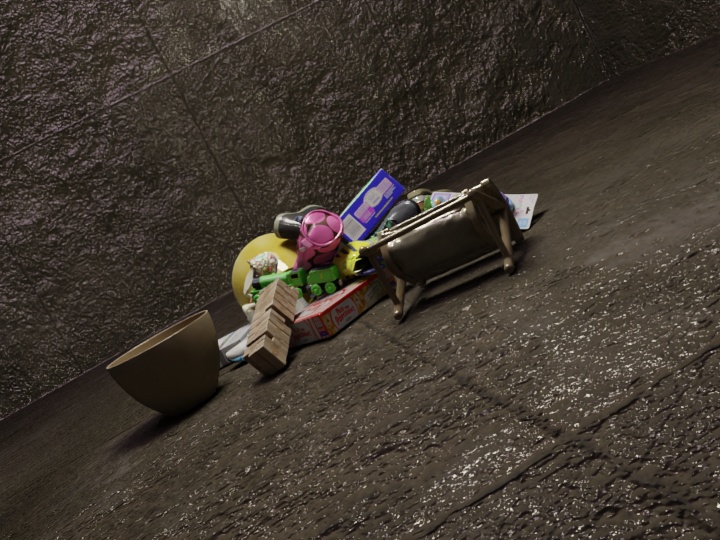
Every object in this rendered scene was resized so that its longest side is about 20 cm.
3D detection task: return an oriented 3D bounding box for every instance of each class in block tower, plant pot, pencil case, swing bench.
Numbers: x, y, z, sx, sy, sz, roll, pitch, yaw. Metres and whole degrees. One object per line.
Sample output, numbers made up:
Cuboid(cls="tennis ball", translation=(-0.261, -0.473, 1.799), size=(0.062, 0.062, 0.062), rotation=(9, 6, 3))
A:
Cuboid(cls="block tower", translation=(-0.154, 0.094, 1.246), size=(0.054, 0.058, 0.201), rotation=(-36, 24, 24))
Cuboid(cls="plant pot", translation=(-0.167, 0.027, 1.573), size=(0.199, 0.201, 0.142), rotation=(-31, 22, -18))
Cuboid(cls="plant pot", translation=(-0.330, 0.179, 1.286), size=(0.199, 0.135, 0.200), rotation=(-29, 8, 4))
Cuboid(cls="pencil case", translation=(-0.091, -0.036, 1.405), size=(0.094, 0.090, 0.200), rotation=(-58, -8, -28))
Cuboid(cls="swing bench", translation=(0.131, -0.043, 1.111), size=(0.198, 0.131, 0.200), rotation=(-26, 7, 21))

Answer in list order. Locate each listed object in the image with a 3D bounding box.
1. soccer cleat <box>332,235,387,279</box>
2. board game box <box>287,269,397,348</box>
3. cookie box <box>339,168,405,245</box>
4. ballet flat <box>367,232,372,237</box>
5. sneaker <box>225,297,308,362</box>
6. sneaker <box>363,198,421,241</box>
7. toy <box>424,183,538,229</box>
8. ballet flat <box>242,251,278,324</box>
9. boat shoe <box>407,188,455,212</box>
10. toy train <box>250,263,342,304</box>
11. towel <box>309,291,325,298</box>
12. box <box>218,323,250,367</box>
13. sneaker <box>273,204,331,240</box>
Cuboid(cls="soccer cleat", translation=(-0.004, -0.018, 1.324), size=(0.084, 0.065, 0.199), rotation=(-38, 11, -37))
Cuboid(cls="board game box", translation=(-0.045, 0.069, 1.321), size=(0.151, 0.047, 0.200), rotation=(-21, 10, 46))
Cuboid(cls="cookie box", translation=(0.010, -0.135, 1.639), size=(0.171, 0.075, 0.200), rotation=(-50, 3, -3))
Cuboid(cls="ballet flat", translation=(0.057, -0.074, 1.715), size=(0.199, 0.076, 0.064), rotation=(-33, 50, -25))
Cuboid(cls="sneaker", translation=(-0.189, 0.109, 1.435), size=(0.199, 0.087, 0.075), rotation=(-31, 10, -11))
Cuboid(cls="sneaker", translation=(0.054, -0.068, 1.553), size=(0.200, 0.074, 0.087), rotation=(-48, -5, 32))
Cuboid(cls="toy", translation=(0.209, -0.123, 1.289), size=(0.198, 0.048, 0.116), rotation=(0, 38, 24))
Cuboid(cls="ballet flat", translation=(-0.211, 0.056, 1.472), size=(0.063, 0.202, 0.075), rotation=(-9, 25, -33))
Cuboid(cls="boat shoe", translation=(0.207, -0.185, 2.018), size=(0.199, 0.069, 0.074), rotation=(-6, -16, -46))
Cuboid(cls="toy train", translation=(-0.127, 0.025, 1.375), size=(0.198, 0.057, 0.042), rotation=(-9, 14, 23))
Cuboid(cls="towel", translation=(0.000, 0.000, 1.526), size=(0.199, 0.024, 0.145), rotation=(-22, -8, -37))
Cuboid(cls="box", translation=(-0.319, 0.186, 1.566), size=(0.199, 0.041, 0.156), rotation=(-28, 7, 11))
Cuboid(cls="sneaker", translation=(-0.094, -0.096, 1.594), size=(0.105, 0.076, 0.200), rotation=(11, 18, 27))
